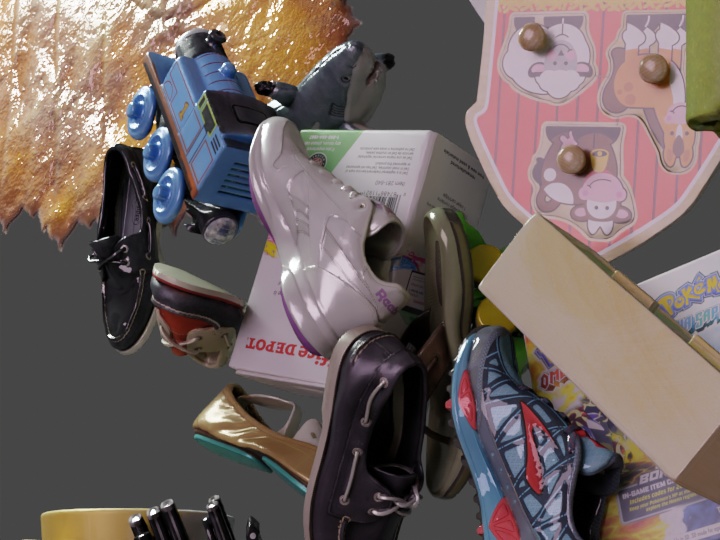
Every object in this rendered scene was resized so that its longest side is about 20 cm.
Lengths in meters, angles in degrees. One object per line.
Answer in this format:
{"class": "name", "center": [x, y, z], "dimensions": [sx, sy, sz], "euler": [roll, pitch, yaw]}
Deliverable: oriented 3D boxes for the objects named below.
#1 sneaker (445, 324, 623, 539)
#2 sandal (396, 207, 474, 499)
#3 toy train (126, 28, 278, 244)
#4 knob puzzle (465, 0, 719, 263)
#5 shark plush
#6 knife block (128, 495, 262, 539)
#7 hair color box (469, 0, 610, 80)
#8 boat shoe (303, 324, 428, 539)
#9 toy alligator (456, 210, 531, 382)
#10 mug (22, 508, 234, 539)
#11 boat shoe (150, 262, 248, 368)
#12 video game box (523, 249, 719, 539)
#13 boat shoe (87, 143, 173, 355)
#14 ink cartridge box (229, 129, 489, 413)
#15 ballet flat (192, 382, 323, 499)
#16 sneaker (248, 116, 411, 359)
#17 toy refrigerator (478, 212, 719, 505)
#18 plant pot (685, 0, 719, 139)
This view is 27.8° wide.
{"class": "sneaker", "center": [0.119, 0.121, 0.908], "dimensions": [0.095, 0.079, 0.202], "euler": [-23, 63, 22]}
{"class": "sandal", "center": [0.047, 0.058, 1.019], "dimensions": [0.080, 0.057, 0.203], "euler": [-177, 83, -75]}
{"class": "toy train", "center": [-0.125, -0.113, 1.186], "dimensions": [0.115, 0.086, 0.201], "euler": [-53, 41, 29]}
{"class": "knob puzzle", "center": [0.161, -0.102, 1.003], "dimensions": [0.218, 0.030, 0.222], "euler": [-1, 88, 25]}
{"class": "shark plush", "center": [-0.053, -0.149, 1.225], "dimensions": [0.199, 0.083, 0.092], "euler": [0, 72, 43]}
{"class": "knife block", "center": [-0.108, 0.268, 1.028], "dimensions": [0.064, 0.174, 0.202], "euler": [134, 159, -86]}
{"class": "hair color box", "center": [0.136, -0.231, 1.109], "dimensions": [0.109, 0.065, 0.201], "euler": [-43, 50, 19]}
{"class": "boat shoe", "center": [0.009, 0.140, 0.982], "dimensions": [0.062, 0.072, 0.202], "euler": [20, 111, 46]}
{"class": "toy alligator", "center": [0.104, 0.048, 1.023], "dimensions": [0.054, 0.059, 0.202], "euler": [-7, 66, -9]}
{"class": "mug", "center": [-0.190, 0.263, 1.107], "dimensions": [0.149, 0.185, 0.155], "euler": [152, 122, -65]}
{"class": "boat shoe", "center": [-0.129, 0.039, 1.147], "dimensions": [0.071, 0.200, 0.063], "euler": [26, 85, 8]}
{"class": "video game box", "center": [0.205, 0.091, 0.914], "dimensions": [0.199, 0.047, 0.184], "euler": [-26, 54, 32]}
{"class": "boat shoe", "center": [-0.217, -0.025, 1.330], "dimensions": [0.074, 0.066, 0.201], "euler": [-8, 66, 39]}
{"class": "ink cartridge box", "center": [0.000, 0.000, 1.110], "dimensions": [0.144, 0.084, 0.202], "euler": [5, 74, 43]}
{"class": "ballet flat", "center": [-0.056, 0.133, 1.117], "dimensions": [0.199, 0.069, 0.063], "euler": [20, 71, 44]}
{"class": "sneaker", "center": [-0.019, -0.035, 1.047], "dimensions": [0.099, 0.075, 0.201], "euler": [-27, 59, 13]}
{"class": "toy refrigerator", "center": [0.165, 0.049, 0.883], "dimensions": [0.070, 0.076, 0.200], "euler": [-52, 44, 10]}
{"class": "plant pot", "center": [0.275, -0.171, 0.887], "dimensions": [0.199, 0.199, 0.186], "euler": [5, 86, 43]}
